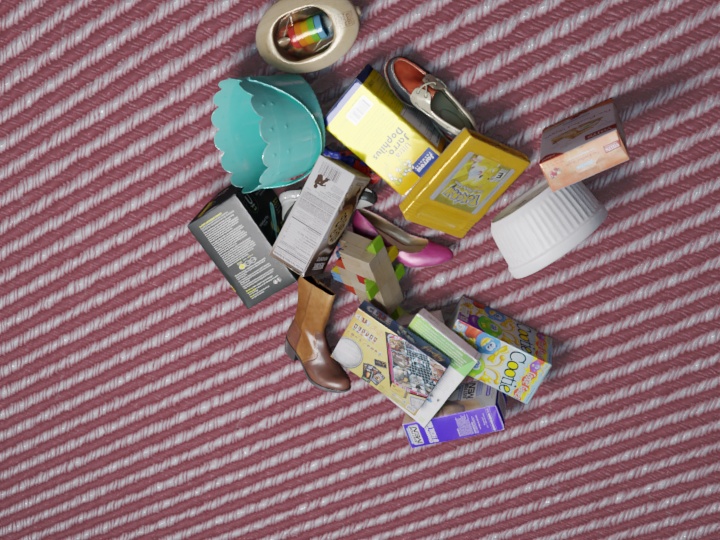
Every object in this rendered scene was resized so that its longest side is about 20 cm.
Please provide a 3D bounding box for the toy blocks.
[{"bbox_3d":[0.000,0.000,1.762,0.136,0.100,0.201,22,149,37],"label":"toy blocks"}]

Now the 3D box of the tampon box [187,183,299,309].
[{"bbox_3d":[-0.207,-0.062,1.771,0.125,0.150,0.201,-28,106,22],"label":"tampon box"}]

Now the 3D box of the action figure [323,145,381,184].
[{"bbox_3d":[-0.027,-0.197,1.726,0.197,0.052,0.066,11,112,5],"label":"action figure"}]

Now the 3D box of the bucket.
[{"bbox_3d":[-0.161,-0.248,1.634,0.207,0.133,0.210,36,135,46],"label":"bucket"}]

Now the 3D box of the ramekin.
[{"bbox_3d":[0.321,-0.087,1.618,0.199,0.200,0.106,-35,94,25],"label":"ramekin"}]

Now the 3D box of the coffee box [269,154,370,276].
[{"bbox_3d":[-0.071,-0.096,1.654,0.079,0.113,0.202,30,101,12],"label":"coffee box"}]

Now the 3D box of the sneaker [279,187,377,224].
[{"bbox_3d":[-0.059,-0.115,1.744,0.197,0.074,0.081,-7,74,22],"label":"sneaker"}]

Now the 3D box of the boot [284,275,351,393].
[{"bbox_3d":[-0.069,0.122,1.838,0.188,0.068,0.202,44,133,36],"label":"boot"}]

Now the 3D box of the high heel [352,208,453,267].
[{"bbox_3d":[0.079,-0.067,1.752,0.197,0.068,0.097,12,128,22],"label":"high heel"}]

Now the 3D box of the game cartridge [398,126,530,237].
[{"bbox_3d":[0.185,-0.150,1.650,0.175,0.033,0.200,14,126,-41],"label":"game cartridge"}]

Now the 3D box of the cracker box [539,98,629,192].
[{"bbox_3d":[0.371,-0.212,1.541,0.133,0.200,0.058,-23,109,21],"label":"cracker box"}]

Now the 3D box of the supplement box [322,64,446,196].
[{"bbox_3d":[0.045,-0.250,1.648,0.199,0.109,0.110,40,116,-8],"label":"supplement box"}]

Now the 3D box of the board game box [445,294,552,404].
[{"bbox_3d":[0.260,0.152,1.792,0.198,0.105,0.104,26,118,-1],"label":"board game box"}]

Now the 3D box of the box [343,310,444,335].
[{"bbox_3d":[0.065,0.118,1.804,0.197,0.042,0.039,-11,112,15],"label":"box"}]

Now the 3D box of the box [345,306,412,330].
[{"bbox_3d":[0.075,0.146,1.864,0.199,0.048,0.122,36,116,-6],"label":"box"}]

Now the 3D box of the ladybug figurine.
[{"bbox_3d":[-0.087,-0.422,1.617,0.197,0.072,0.137,-12,111,18],"label":"ladybug figurine"}]

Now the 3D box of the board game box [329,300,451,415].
[{"bbox_3d":[0.055,0.165,1.740,0.199,0.035,0.136,35,124,5],"label":"board game box"}]

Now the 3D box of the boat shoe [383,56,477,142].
[{"bbox_3d":[0.125,-0.301,1.619,0.200,0.063,0.071,44,80,-11],"label":"boat shoe"}]

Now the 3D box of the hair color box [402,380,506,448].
[{"bbox_3d":[0.191,0.286,1.869,0.197,0.110,0.065,-17,111,19],"label":"hair color box"}]

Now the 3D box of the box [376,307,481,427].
[{"bbox_3d":[0.121,0.188,1.768,0.144,0.036,0.201,38,124,7],"label":"box"}]
